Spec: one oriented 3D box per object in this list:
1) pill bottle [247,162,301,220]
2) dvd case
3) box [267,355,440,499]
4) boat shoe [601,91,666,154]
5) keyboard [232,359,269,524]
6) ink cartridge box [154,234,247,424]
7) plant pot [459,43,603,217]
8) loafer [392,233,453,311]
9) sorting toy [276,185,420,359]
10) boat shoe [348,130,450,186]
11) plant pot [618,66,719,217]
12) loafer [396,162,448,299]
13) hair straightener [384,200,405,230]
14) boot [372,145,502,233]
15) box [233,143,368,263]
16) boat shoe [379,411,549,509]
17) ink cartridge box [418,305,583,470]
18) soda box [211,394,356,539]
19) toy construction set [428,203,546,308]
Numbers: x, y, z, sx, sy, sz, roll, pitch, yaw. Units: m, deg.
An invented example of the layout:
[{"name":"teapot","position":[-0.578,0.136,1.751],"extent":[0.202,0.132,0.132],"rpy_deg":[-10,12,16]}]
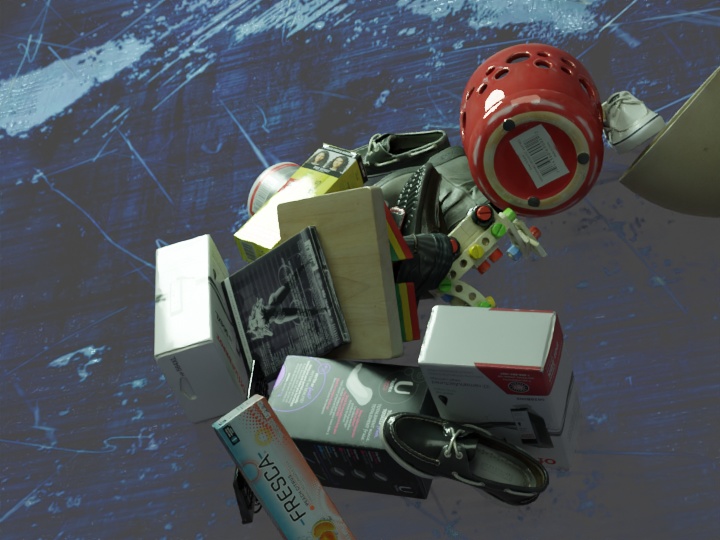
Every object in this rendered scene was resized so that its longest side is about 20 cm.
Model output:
[{"name":"pill bottle","position":[-0.062,-0.067,1.734],"extent":[0.114,0.115,0.199],"rpy_deg":[-40,47,-19]},{"name":"dvd case","position":[-0.098,0.050,1.542],"extent":[0.199,0.016,0.151],"rpy_deg":[-29,74,44]},{"name":"box","position":[-0.006,0.187,1.467],"extent":[0.197,0.107,0.123],"rpy_deg":[3,50,24]},{"name":"boat shoe","position":[0.360,-0.208,1.664],"extent":[0.070,0.070,0.200],"rpy_deg":[-33,7,8]},{"name":"keyboard","position":[-0.120,0.213,1.495],"extent":[0.039,0.105,0.202],"rpy_deg":[-1,44,6]},{"name":"ink cartridge box","position":[-0.212,0.078,1.626],"extent":[0.083,0.147,0.201],"rpy_deg":[-16,44,6]},{"name":"plant pot","position":[0.229,-0.181,1.639],"extent":[0.198,0.203,0.183],"rpy_deg":[-9,28,13]},{"name":"loafer","position":[0.041,0.024,1.557],"extent":[0.071,0.201,0.073],"rpy_deg":[11,39,-26]},{"name":"sorting toy","position":[-0.010,0.004,1.502],"extent":[0.069,0.202,0.199],"rpy_deg":[-9,2,-37]},{"name":"boat shoe","position":[0.041,-0.177,1.837],"extent":[0.197,0.064,0.071],"rpy_deg":[-7,45,15]},{"name":"plant pot","position":[0.452,-0.148,1.579],"extent":[0.134,0.201,0.200],"rpy_deg":[41,66,5]},{"name":"loafer","position":[0.088,-0.048,1.670],"extent":[0.073,0.071,0.203],"rpy_deg":[-27,51,62]},{"name":"hair straightener","position":[0.000,0.000,1.632],"extent":[0.041,0.077,0.202],"rpy_deg":[15,84,45]},{"name":"boot","position":[0.101,-0.091,1.732],"extent":[0.198,0.068,0.131],"rpy_deg":[-30,50,-6]},{"name":"box","position":[-0.078,-0.085,1.634],"extent":[0.075,0.050,0.200],"rpy_deg":[20,55,35]},{"name":"boat shoe","position":[0.117,0.205,1.352],"extent":[0.198,0.060,0.074],"rpy_deg":[29,57,-10]},{"name":"ink cartridge box","position":[0.163,0.136,1.384],"extent":[0.145,0.201,0.084],"rpy_deg":[2,51,23]},{"name":"soda box","position":[-0.087,0.242,1.386],"extent":[0.068,0.201,0.064],"rpy_deg":[-33,3,-13]},{"name":"toy construction set","position":[0.162,-0.007,1.585],"extent":[0.200,0.131,0.092],"rpy_deg":[-44,3,-23]}]
